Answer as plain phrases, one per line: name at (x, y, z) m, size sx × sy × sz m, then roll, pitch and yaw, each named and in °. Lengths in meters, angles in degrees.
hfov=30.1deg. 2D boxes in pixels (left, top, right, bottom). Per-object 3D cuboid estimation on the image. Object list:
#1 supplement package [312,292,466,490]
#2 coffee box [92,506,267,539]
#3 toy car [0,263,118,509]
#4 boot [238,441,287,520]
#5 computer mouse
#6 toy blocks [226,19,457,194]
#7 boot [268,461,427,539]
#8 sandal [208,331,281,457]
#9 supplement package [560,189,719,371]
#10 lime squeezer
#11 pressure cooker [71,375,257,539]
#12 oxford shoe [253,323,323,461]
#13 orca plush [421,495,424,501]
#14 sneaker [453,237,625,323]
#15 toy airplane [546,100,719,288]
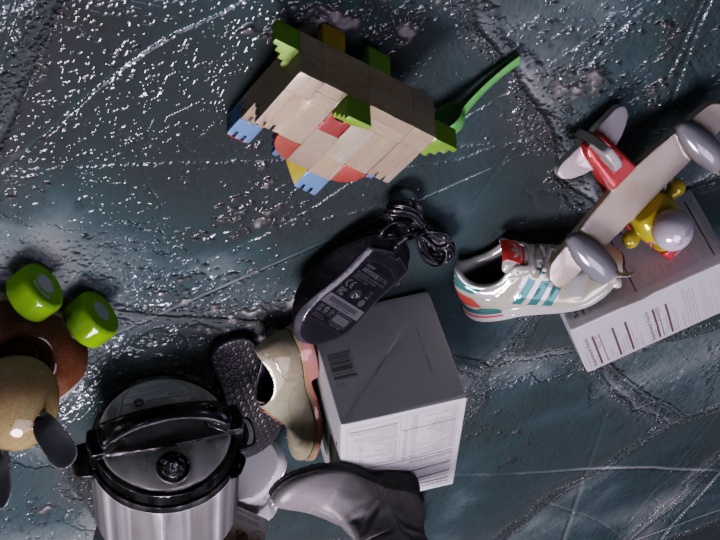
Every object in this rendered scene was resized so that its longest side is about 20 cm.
supplement package at (0.027, 0.157, 1.585) m, size 0.149 × 0.153 × 0.201 m, roll -11°, pitch 144°, yaw -10°
coffee box at (-0.223, 0.333, 1.659) m, size 0.199 × 0.114 × 0.080 m, roll 30°, pitch 133°, yaw -21°
toy car at (-0.329, 0.129, 1.326) m, size 0.164 × 0.201 × 0.157 m, roll -35°, pitch 142°, yaw 19°
boot at (-0.135, 0.282, 1.748) m, size 0.095 × 0.074 × 0.200 m, roll 7°, pitch 145°, yaw -42°
computer mouse at (0.000, 0.000, 1.462) m, size 0.200 × 0.053 × 0.138 m, roll -40°, pitch 143°, yaw 8°
toy blocks at (-0.031, -0.130, 1.231) m, size 0.198 × 0.101 × 0.137 m, roll 22°, pitch 137°, yaw -29°
boot at (-0.001, 0.292, 1.507) m, size 0.198 × 0.133 × 0.070 m, roll 6°, pitch 141°, yaw -25°
sandal at (-0.140, 0.142, 1.585) m, size 0.074 × 0.045 × 0.202 m, roll -18°, pitch 130°, yaw -14°
supplement package at (0.329, 0.014, 1.587) m, size 0.198 × 0.115 × 0.110 m, roll -24°, pitch 144°, yaw 7°
lime squeezer at (0.063, -0.157, 1.296) m, size 0.198 × 0.038 × 0.071 m, roll -12°, pitch 143°, yaw -11°
pressure cooker at (-0.218, 0.219, 1.513) m, size 0.176 × 0.177 × 0.201 m, roll -50°, pitch 159°, yaw -37°
oxford shoe at (-0.089, 0.148, 1.558) m, size 0.073 × 0.071 × 0.202 m, roll -19°, pitch 127°, yaw -19°
orca plush at (0.054, 0.392, 1.974) m, size 0.104 × 0.072 × 0.201 m, roll -15°, pitch 144°, yaw -8°
sneaker at (0.199, 0.001, 1.520) m, size 0.197 × 0.071 × 0.094 m, roll -12°, pitch 144°, yaw 16°
toy airplane at (0.300, -0.078, 1.426) m, size 0.197 × 0.141 × 0.202 m, roll -11°, pitch 130°, yaw -28°
